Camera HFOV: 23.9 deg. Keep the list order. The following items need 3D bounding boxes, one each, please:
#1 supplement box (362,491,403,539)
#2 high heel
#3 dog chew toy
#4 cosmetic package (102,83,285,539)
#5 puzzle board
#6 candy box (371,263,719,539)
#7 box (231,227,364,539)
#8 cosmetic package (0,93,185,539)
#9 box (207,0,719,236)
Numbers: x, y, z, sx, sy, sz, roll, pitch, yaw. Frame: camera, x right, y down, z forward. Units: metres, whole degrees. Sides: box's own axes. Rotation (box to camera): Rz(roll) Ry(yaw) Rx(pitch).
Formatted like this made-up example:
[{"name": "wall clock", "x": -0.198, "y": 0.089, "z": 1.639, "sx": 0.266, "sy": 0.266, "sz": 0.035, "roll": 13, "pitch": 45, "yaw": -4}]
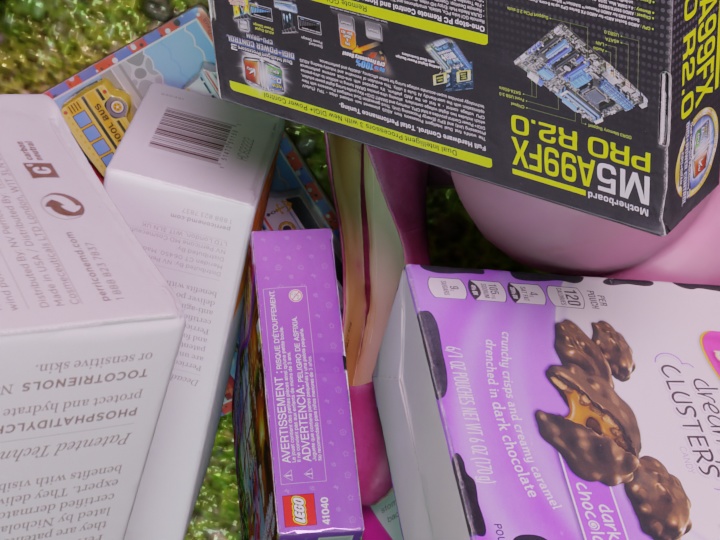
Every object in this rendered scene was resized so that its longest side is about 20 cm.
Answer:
[{"name": "supplement box", "x": 0.067, "y": 0.120, "z": 0.796, "sx": 0.101, "sy": 0.201, "sz": 0.103, "roll": -34, "pitch": 136, "yaw": 24}, {"name": "high heel", "x": 0.000, "y": 0.000, "z": 0.769, "sx": 0.095, "sy": 0.202, "sz": 0.067, "roll": 23, "pitch": 169, "yaw": -38}, {"name": "dog chew toy", "x": 0.127, "y": -0.032, "z": 0.770, "sx": 0.124, "sy": 0.125, "sz": 0.200, "roll": -30, "pitch": 130, "yaw": 22}, {"name": "cosmetic package", "x": -0.095, "y": 0.025, "z": 0.825, "sx": 0.070, "sy": 0.102, "sz": 0.202, "roll": 14, "pitch": 120, "yaw": -1}, {"name": "puzzle board", "x": -0.089, "y": -0.017, "z": 0.868, "sx": 0.150, "sy": 0.017, "sz": 0.201, "roll": -25, "pitch": 113, "yaw": 20}, {"name": "candy box", "x": 0.117, "y": 0.083, "z": 0.682, "sx": 0.198, "sy": 0.169, "sz": 0.072, "roll": 4, "pitch": 132, "yaw": -15}, {"name": "box", "x": -0.034, "y": 0.087, "z": 0.793, "sx": 0.039, "sy": 0.138, "sz": 0.200, "roll": -2, "pitch": 154, "yaw": -8}, {"name": "cosmetic package", "x": -0.198, "y": 0.052, "z": 0.735, "sx": 0.165, "sy": 0.168, "sz": 0.201, "roll": -6, "pitch": 131, "yaw": -32}, {"name": "box", "x": 0.030, "y": -0.115, "z": 0.585, "sx": 0.199, "sy": 0.044, "sz": 0.162, "roll": 19, "pitch": 131, "yaw": 32}]
